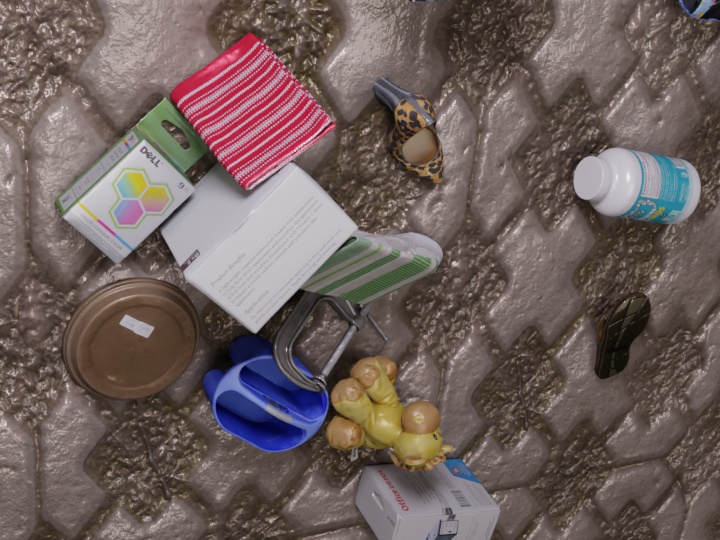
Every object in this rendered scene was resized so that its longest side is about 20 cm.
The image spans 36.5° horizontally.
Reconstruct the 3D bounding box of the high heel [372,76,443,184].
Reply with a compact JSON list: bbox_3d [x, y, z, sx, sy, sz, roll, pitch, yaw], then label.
[{"bbox_3d":[0.093,-0.174,1.547,0.071,0.143,0.200,-38,127,-5],"label":"high heel"}]

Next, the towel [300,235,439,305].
[{"bbox_3d":[0.000,0.000,1.512,0.152,0.023,0.200,-26,155,33],"label":"towel"}]

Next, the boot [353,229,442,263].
[{"bbox_3d":[0.053,-0.012,1.644,0.200,0.096,0.074,4,114,-29],"label":"boot"}]

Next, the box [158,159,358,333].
[{"bbox_3d":[-0.141,-0.059,1.447,0.199,0.200,0.131,-45,121,2],"label":"box"}]

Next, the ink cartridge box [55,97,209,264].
[{"bbox_3d":[-0.289,-0.116,1.432,0.200,0.059,0.104,-43,127,0],"label":"ink cartridge box"}]

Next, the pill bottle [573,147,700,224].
[{"bbox_3d":[0.444,-0.138,1.771,0.200,0.111,0.111,5,113,-29],"label":"pill bottle"}]

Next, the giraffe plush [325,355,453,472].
[{"bbox_3d":[0.057,0.247,1.714,0.173,0.162,0.200,-42,139,-41],"label":"giraffe plush"}]

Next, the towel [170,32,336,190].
[{"bbox_3d":[-0.140,-0.205,1.385,0.145,0.200,0.022,-37,150,-6],"label":"towel"}]

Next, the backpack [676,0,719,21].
[{"bbox_3d":[0.521,-0.477,1.611,0.182,0.135,0.200,-4,117,-26],"label":"backpack"}]

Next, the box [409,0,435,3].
[{"bbox_3d":[0.106,-0.416,1.388,0.182,0.200,0.104,-8,119,-24],"label":"box"}]

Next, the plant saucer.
[{"bbox_3d":[-0.322,0.104,1.556,0.200,0.029,0.200,-12,120,-21],"label":"plant saucer"}]

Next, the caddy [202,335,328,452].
[{"bbox_3d":[-0.140,0.191,1.647,0.200,0.105,0.141,35,98,-37],"label":"caddy"}]

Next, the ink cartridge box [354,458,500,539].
[{"bbox_3d":[0.113,0.401,1.869,0.200,0.146,0.086,0,118,-27],"label":"ink cartridge box"}]

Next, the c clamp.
[{"bbox_3d":[-0.046,0.106,1.648,0.200,0.027,0.171,-51,119,-35],"label":"c clamp"}]

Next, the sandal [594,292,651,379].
[{"bbox_3d":[0.458,0.111,1.956,0.082,0.055,0.200,-11,135,-16],"label":"sandal"}]
